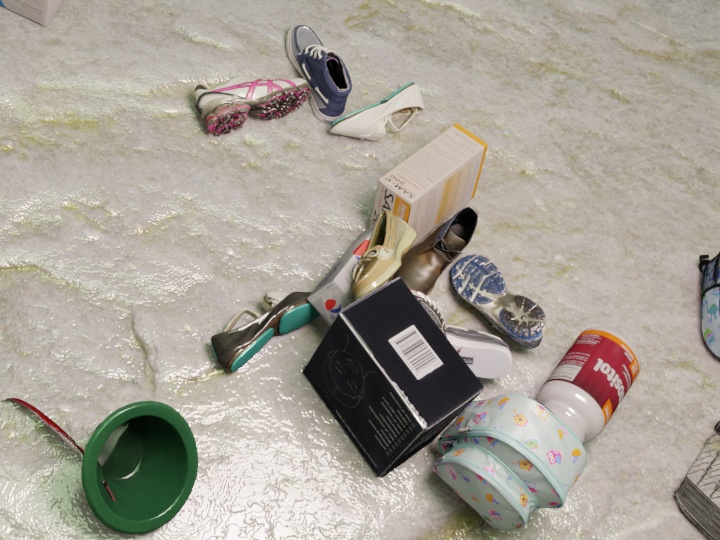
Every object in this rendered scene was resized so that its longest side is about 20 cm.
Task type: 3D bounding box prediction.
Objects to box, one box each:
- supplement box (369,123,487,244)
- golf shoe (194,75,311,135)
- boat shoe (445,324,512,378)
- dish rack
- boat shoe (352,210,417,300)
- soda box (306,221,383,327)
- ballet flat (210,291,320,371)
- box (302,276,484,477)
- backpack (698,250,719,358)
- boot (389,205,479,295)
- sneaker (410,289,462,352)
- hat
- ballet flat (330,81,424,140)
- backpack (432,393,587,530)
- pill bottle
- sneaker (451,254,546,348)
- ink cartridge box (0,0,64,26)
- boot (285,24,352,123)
[{"bbox_3d":[0.109,-0.133,1.785,0.073,0.126,0.200,37,53,22],"label":"supplement box"},{"bbox_3d":[-0.175,-0.291,1.806,0.199,0.073,0.092,-19,68,-28],"label":"golf shoe"},{"bbox_3d":[0.136,0.115,1.701,0.198,0.072,0.068,8,24,-1],"label":"boat shoe"},{"bbox_3d":[0.593,0.338,1.751,0.153,0.055,0.200,43,56,7],"label":"dish rack"},{"bbox_3d":[0.025,-0.023,1.604,0.063,0.073,0.201,44,37,-6],"label":"boat shoe"},{"bbox_3d":[0.000,0.000,1.672,0.064,0.068,0.200,49,40,-9],"label":"soda box"},{"bbox_3d":[-0.136,0.070,1.621,0.199,0.068,0.068,-32,68,-32],"label":"ballet flat"},{"bbox_3d":[0.041,0.154,1.559,0.124,0.197,0.200,-29,74,-32],"label":"box"},{"bbox_3d":[0.679,0.060,1.887,0.182,0.147,0.201,20,59,-6],"label":"backpack"},{"bbox_3d":[0.116,-0.028,1.751,0.075,0.097,0.200,39,55,4],"label":"boot"},{"bbox_3d":[0.102,0.116,1.625,0.201,0.080,0.075,57,18,-16],"label":"sneaker"},{"bbox_3d":[-0.336,0.236,1.479,0.165,0.175,0.201,-30,113,-34],"label":"hat"},{"bbox_3d":[0.038,-0.260,1.880,0.199,0.070,0.070,-32,76,-33],"label":"ballet flat"},{"bbox_3d":[0.211,0.266,1.546,0.176,0.200,0.153,46,56,-5],"label":"backpack"},{"bbox_3d":[0.343,0.190,1.705,0.113,0.113,0.200,40,56,4],"label":"pill bottle"},{"bbox_3d":[0.217,0.057,1.763,0.077,0.085,0.200,-37,56,-8],"label":"sneaker"},{"bbox_3d":[-0.520,-0.523,1.729,0.146,0.200,0.145,25,56,-5],"label":"ink cartridge box"},{"bbox_3d":[-0.065,-0.356,1.873,0.072,0.090,0.201,-13,67,-26],"label":"boot"}]
